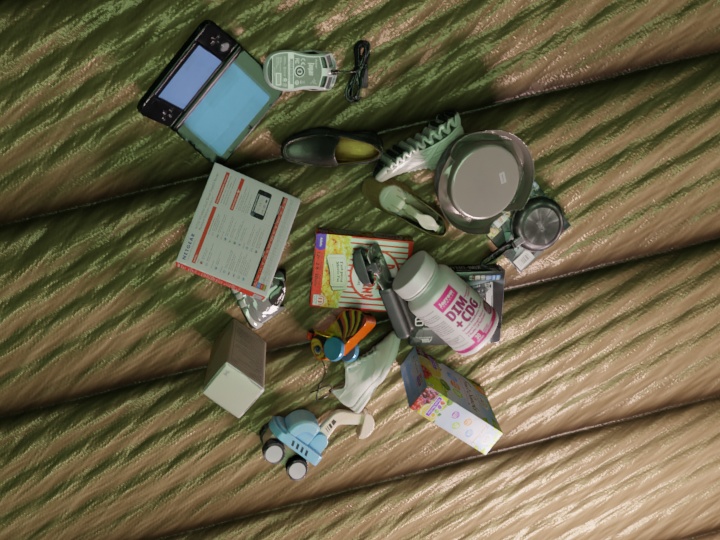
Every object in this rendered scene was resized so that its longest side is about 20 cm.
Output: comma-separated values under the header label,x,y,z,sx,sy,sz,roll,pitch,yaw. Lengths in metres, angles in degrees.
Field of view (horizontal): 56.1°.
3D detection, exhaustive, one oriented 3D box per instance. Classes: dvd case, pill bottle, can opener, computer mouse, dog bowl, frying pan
label,x,y,z,sx,sy,sz,roll,pitch,yaw
dvd case,0.314,-0.113,1.371,0.146,0.022,0.200,-43,106,8
pill bottle,0.163,0.062,1.308,0.199,0.114,0.114,40,100,-16
can opener,0.044,0.042,1.337,0.066,0.053,0.203,-9,113,31
computer mouse,-0.081,-0.369,1.238,0.195,0.044,0.112,0,113,-12
dog bowl,0.229,-0.173,1.284,0.196,0.059,0.204,-7,116,-15
frying pan,0.324,-0.082,1.358,0.186,0.031,0.117,-15,108,-4

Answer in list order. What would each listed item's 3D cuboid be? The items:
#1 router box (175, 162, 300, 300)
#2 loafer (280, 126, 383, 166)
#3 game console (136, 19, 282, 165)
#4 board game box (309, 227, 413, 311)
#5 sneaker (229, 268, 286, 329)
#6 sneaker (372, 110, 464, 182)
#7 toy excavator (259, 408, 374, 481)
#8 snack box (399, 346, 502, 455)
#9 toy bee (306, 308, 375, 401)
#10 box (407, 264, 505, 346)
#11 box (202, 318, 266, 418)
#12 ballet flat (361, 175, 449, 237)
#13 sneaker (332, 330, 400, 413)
label,x,y,z,sx,sy,sz,roll,pitch,yaw
router box,-0.227,-0.072,1.266,0.177,0.049,0.204,22,75,-12
loafer,-0.052,-0.230,1.268,0.195,0.072,0.074,-6,110,-3
game console,-0.263,-0.307,1.203,0.116,0.176,0.200,45,99,12
board game box,0.000,0.000,1.361,0.195,0.046,0.155,4,108,-7
sneaker,-0.209,0.006,1.336,0.114,0.075,0.203,-28,114,-6
sneaker,0.116,-0.220,1.290,0.198,0.075,0.082,-32,117,3
toy excavator,-0.092,0.346,1.445,0.194,0.100,0.201,39,92,-17
snack box,0.184,0.266,1.401,0.198,0.169,0.068,34,105,-16
toy bee,-0.062,0.144,1.367,0.200,0.109,0.131,-44,149,-3
box,0.195,0.072,1.402,0.195,0.050,0.161,-1,107,-5
box,-0.241,0.185,1.314,0.095,0.200,0.078,40,101,-16
ballet flat,0.093,-0.120,1.318,0.198,0.072,0.068,32,100,-14
sneaker,0.010,0.201,1.418,0.088,0.075,0.202,32,104,-2
